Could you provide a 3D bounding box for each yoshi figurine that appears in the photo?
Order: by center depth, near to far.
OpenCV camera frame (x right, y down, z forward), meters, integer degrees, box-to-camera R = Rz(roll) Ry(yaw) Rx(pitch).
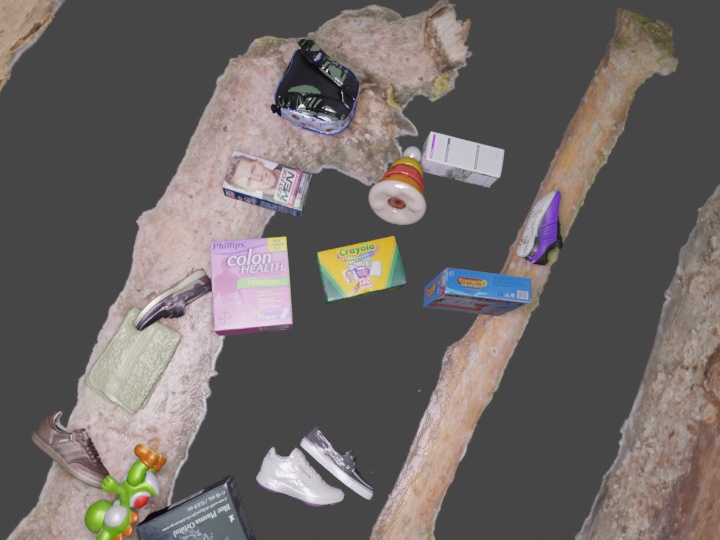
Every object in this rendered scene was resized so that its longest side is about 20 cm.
[{"bbox_3d":[-0.494,0.458,1.169,0.112,0.111,0.203,40,62,-28],"label":"yoshi figurine"}]

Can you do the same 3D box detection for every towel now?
[{"bbox_3d":[-0.501,0.198,1.265,0.147,0.037,0.202,30,76,-2],"label":"towel"}]

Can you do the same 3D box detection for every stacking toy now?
[{"bbox_3d":[0.109,-0.229,1.415,0.143,0.147,0.203,20,57,-3],"label":"stacking toy"}]

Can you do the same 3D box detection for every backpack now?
[{"bbox_3d":[-0.099,-0.425,1.396,0.187,0.154,0.203,22,82,6],"label":"backpack"}]

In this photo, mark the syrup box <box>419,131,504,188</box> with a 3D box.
[{"bbox_3d":[0.256,-0.281,1.450,0.196,0.079,0.083,14,77,-5],"label":"syrup box"}]

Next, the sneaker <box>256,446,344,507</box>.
[{"bbox_3d":[-0.124,0.450,1.243,0.196,0.075,0.102,20,77,-3],"label":"sneaker"}]

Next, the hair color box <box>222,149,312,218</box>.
[{"bbox_3d":[-0.224,-0.208,1.378,0.196,0.061,0.102,16,76,-4],"label":"hair color box"}]

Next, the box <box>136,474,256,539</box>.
[{"bbox_3d":[-0.323,0.566,1.171,0.193,0.117,0.203,-23,83,-12],"label":"box"}]

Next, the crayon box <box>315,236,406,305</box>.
[{"bbox_3d":[0.000,0.000,1.365,0.196,0.058,0.121,-13,80,-10],"label":"crayon box"}]

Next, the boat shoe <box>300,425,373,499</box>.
[{"bbox_3d":[-0.042,0.424,1.269,0.199,0.070,0.067,37,77,9],"label":"boat shoe"}]

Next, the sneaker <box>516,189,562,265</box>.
[{"bbox_3d":[0.479,-0.103,1.455,0.098,0.070,0.203,29,80,-8],"label":"sneaker"}]

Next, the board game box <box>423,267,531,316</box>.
[{"bbox_3d":[0.264,0.054,1.320,0.195,0.196,0.057,7,76,-7],"label":"board game box"}]

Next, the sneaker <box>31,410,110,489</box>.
[{"bbox_3d":[-0.593,0.377,1.197,0.198,0.070,0.076,36,75,0],"label":"sneaker"}]

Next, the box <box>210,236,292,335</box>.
[{"bbox_3d":[-0.248,0.037,1.304,0.172,0.097,0.205,-4,78,-8],"label":"box"}]

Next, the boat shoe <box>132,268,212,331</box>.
[{"bbox_3d":[-0.414,0.074,1.275,0.065,0.072,0.200,48,58,-1],"label":"boat shoe"}]
